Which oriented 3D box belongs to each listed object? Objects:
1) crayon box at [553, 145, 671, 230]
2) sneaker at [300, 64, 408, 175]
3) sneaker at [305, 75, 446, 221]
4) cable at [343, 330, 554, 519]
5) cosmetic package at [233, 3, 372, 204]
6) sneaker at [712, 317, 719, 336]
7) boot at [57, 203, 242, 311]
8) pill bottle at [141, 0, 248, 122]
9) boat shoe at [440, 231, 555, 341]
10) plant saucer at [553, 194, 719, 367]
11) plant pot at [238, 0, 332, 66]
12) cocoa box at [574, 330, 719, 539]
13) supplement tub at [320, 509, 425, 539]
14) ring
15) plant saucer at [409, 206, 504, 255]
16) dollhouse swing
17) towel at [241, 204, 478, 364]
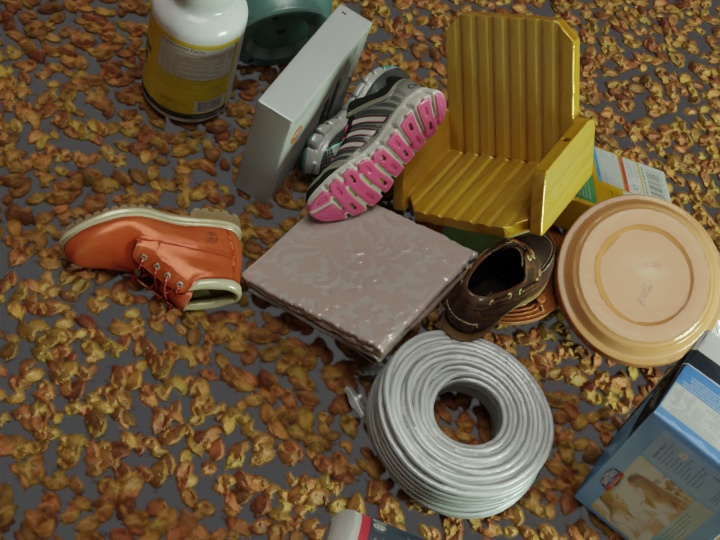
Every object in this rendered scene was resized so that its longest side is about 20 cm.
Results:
[{"bbox_3d":[0.288,-0.097,1.432,0.198,0.052,0.127,19,42,-16],"label":"crayon box"},{"bbox_3d":[0.012,-0.167,1.414,0.091,0.078,0.201,32,60,11],"label":"sneaker"},{"bbox_3d":[0.006,-0.143,1.322,0.200,0.074,0.087,-46,49,3],"label":"sneaker"},{"bbox_3d":[0.105,0.155,1.214,0.198,0.070,0.201,-14,60,-25],"label":"cable"},{"bbox_3d":[-0.067,-0.195,1.360,0.051,0.151,0.201,29,53,6],"label":"cosmetic package"},{"bbox_3d":[0.336,0.038,1.372,0.199,0.075,0.081,33,62,8],"label":"sneaker"},{"bbox_3d":[-0.219,-0.008,1.233,0.197,0.075,0.109,0,61,-18],"label":"boot"},{"bbox_3d":[-0.191,-0.276,1.348,0.110,0.201,0.113,8,53,-11],"label":"pill bottle"},{"bbox_3d":[0.162,0.003,1.274,0.070,0.071,0.200,32,43,17],"label":"boat shoe"},{"bbox_3d":[0.321,0.009,1.332,0.197,0.032,0.203,1,76,-3],"label":"plant saucer"},{"bbox_3d":[-0.118,-0.369,1.456,0.197,0.200,0.190,-8,73,-22],"label":"plant pot"},{"bbox_3d":[0.331,0.188,1.177,0.133,0.201,0.131,38,54,11],"label":"cocoa box"},{"bbox_3d":[0.045,0.312,1.039,0.198,0.141,0.141,22,52,-1],"label":"supplement tub"},{"bbox_3d":[0.157,-0.026,1.359,0.197,0.019,0.203,8,53,-11],"label":"ring"},{"bbox_3d":[0.141,-0.094,1.430,0.197,0.028,0.202,8,53,-11],"label":"plant saucer"},{"bbox_3d":[0.142,-0.169,1.307,0.198,0.177,0.182,14,44,34],"label":"dollhouse swing"},{"bbox_3d":[0.000,0.000,1.284,0.198,0.033,0.191,27,51,26],"label":"towel"}]
